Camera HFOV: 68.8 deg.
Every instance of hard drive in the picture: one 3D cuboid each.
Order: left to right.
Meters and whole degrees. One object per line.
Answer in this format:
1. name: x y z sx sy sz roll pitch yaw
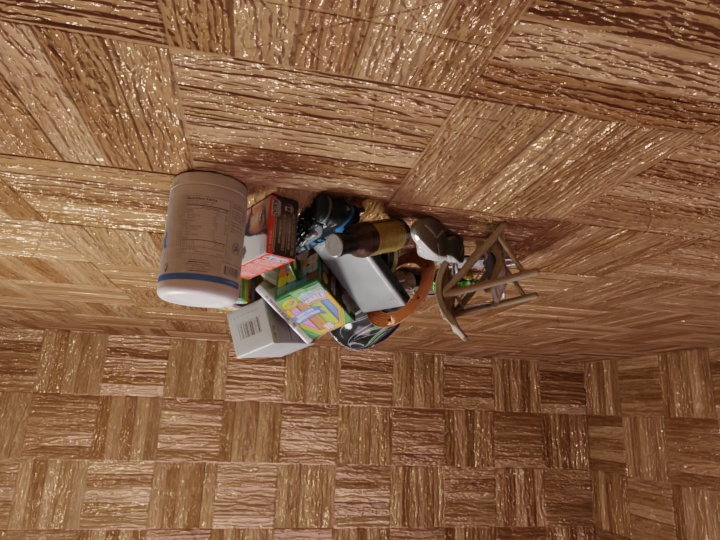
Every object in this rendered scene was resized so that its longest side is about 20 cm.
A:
1. hard drive: 0.000 0.000 1.125 0.139 0.033 0.200 -14 119 48

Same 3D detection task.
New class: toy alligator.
1. toy alligator: 0.229 0.032 1.377 0.198 0.060 0.054 -5 -152 -4

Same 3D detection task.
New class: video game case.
1. video game case: -0.168 0.085 1.329 0.023 0.182 0.200 -42 -176 12

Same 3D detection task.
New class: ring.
1. ring: 0.090 0.042 1.175 0.019 0.201 0.200 37 148 -29

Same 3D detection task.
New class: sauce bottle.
1. sauce bottle: 0.014 -0.057 0.944 0.064 0.065 0.199 -10 -179 39

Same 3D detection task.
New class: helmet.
1. helmet: 0.018 0.110 1.453 0.199 0.201 0.191 15 132 -40

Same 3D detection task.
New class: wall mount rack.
1. wall mount rack: 0.289 0.017 1.280 0.199 0.075 0.174 -1 165 15

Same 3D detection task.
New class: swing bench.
1. swing bench: 0.248 0.032 1.085 0.199 0.130 0.199 -32 158 6

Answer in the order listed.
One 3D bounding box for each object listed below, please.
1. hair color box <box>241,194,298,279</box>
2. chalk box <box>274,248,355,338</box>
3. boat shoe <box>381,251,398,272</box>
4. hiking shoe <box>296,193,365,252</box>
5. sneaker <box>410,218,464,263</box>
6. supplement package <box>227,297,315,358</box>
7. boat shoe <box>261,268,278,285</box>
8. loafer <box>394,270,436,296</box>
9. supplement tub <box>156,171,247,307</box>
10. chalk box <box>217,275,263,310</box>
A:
1. hair color box: -0.194 -0.058 1.001 0.064 0.112 0.199 13 161 -36
2. chalk box: -0.113 0.037 1.201 0.123 0.125 0.200 -24 128 19
3. boat shoe: 0.024 -0.018 1.198 0.066 0.072 0.201 2 171 -20
4. hiking shoe: -0.068 -0.075 0.986 0.086 0.075 0.200 9 164 -22
5. sneaker: 0.141 -0.050 1.061 0.080 0.071 0.200 -4 165 32
6. supplement package: -0.222 0.149 1.336 0.116 0.118 0.200 -24 163 19
7. boat shoe: -0.183 0.000 1.320 0.065 0.075 0.202 -46 141 16
8. loafer: 0.138 0.028 1.388 0.199 0.072 0.063 5 149 -36
9. supplement tub: -0.260 -0.047 0.876 0.131 0.201 0.132 2 165 0
10. chalk box: -0.324 0.022 1.296 0.123 0.125 0.200 1 166 6
